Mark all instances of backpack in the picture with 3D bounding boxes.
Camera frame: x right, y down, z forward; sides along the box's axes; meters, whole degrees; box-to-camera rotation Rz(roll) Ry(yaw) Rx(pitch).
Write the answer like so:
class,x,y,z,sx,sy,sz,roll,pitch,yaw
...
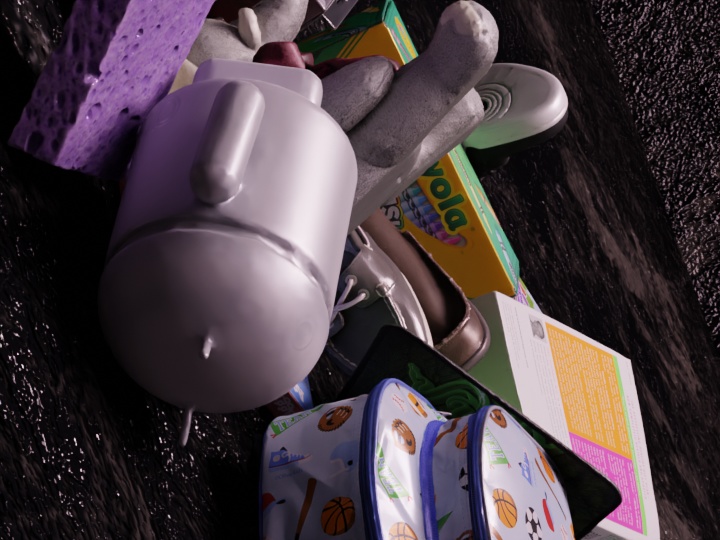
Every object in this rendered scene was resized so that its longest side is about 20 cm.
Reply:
class,x,y,z,sx,sy,sz,roll,pitch,yaw
backpack,0.026,0.152,1.469,0.190,0.154,0.201,37,33,-45

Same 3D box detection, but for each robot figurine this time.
class,x,y,z,sx,sy,sz,roll,pitch,yaw
robot figurine,-0.064,-0.013,1.387,0.170,0.112,0.201,87,10,-48

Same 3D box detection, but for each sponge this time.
class,x,y,z,sx,sy,sz,roll,pitch,yaw
sponge,-0.100,-0.141,1.387,0.030,0.201,0.112,27,5,14

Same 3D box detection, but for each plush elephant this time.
class,x,y,z,sx,sy,sz,roll,pitch,yaw
plush elephant,-0.041,-0.096,1.543,0.155,0.200,0.165,45,-4,8

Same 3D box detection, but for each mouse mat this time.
class,x,y,z,sx,sy,sz,roll,pitch,yaw
mouse mat,0.059,0.106,1.604,0.161,0.008,0.200,36,-24,3

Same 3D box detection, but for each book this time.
class,x,y,z,sx,sy,sz,roll,pitch,yaw
book,0.125,0.101,1.747,0.200,0.048,0.134,30,43,-60

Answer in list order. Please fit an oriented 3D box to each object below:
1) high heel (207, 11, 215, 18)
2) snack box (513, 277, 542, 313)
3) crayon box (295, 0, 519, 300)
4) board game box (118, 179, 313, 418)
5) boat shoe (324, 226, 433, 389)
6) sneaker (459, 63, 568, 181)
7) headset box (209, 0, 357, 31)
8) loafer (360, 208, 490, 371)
class,x,y,z,sx,sy,sz,roll,pitch,yaw
high heel,-0.072,-0.188,1.751,0.200,0.096,0.068,-95,159,-54
snack box,0.105,0.104,1.875,0.169,0.067,0.200,56,19,-35
crayon box,0.007,-0.056,1.797,0.201,0.118,0.058,63,13,-16
board game box,-0.080,-0.003,1.569,0.200,0.019,0.103,56,15,-42
boat shoe,-0.028,-0.012,1.636,0.057,0.067,0.200,14,41,-59
sneaker,0.065,-0.067,1.883,0.112,0.199,0.073,58,38,-32
headset box,-0.065,-0.235,1.707,0.200,0.075,0.149,49,40,-14
loafer,0.000,0.000,1.684,0.200,0.073,0.071,41,-13,42
